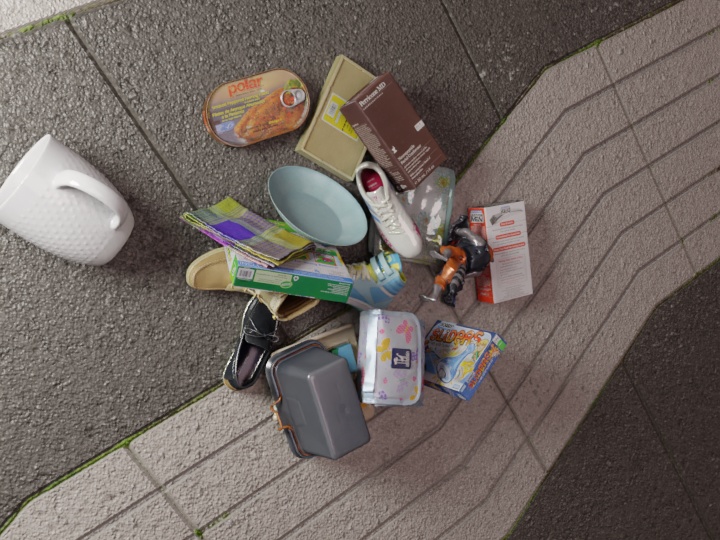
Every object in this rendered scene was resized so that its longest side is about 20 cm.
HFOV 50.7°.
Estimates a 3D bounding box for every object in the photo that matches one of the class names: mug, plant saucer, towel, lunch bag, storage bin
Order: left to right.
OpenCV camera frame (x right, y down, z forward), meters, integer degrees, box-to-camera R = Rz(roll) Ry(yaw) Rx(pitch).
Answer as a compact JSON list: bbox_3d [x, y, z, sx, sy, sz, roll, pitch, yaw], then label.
[{"bbox_3d":[-0.423,-0.096,1.132,0.175,0.199,0.149,39,58,-31],"label":"mug"},{"bbox_3d":[-0.181,-0.064,1.255,0.143,0.198,0.023,-28,142,-58],"label":"towel"},{"bbox_3d":[-0.082,-0.106,1.360,0.199,0.202,0.039,15,129,-29],"label":"plant saucer"},{"bbox_3d":[-0.073,0.235,1.326,0.144,0.134,0.203,-21,99,-28],"label":"storage bin"},{"bbox_3d":[0.055,0.166,1.395,0.200,0.125,0.172,32,59,-67],"label":"lunch bag"},{"bbox_3d":[0.103,-0.115,1.507,0.169,0.048,0.203,7,90,-30],"label":"towel"}]

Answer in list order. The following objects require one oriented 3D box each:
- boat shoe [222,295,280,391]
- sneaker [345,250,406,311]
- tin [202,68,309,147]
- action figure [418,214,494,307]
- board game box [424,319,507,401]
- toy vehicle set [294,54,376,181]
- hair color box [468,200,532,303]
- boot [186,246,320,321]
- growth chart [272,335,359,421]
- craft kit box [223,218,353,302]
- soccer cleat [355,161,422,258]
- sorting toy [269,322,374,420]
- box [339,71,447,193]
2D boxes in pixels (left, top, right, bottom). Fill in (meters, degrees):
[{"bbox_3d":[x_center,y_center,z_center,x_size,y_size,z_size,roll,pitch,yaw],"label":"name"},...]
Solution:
[{"bbox_3d":[-0.184,0.122,1.356,0.074,0.062,0.202,27,79,-26],"label":"boat shoe"},{"bbox_3d":[0.000,0.000,1.410,0.199,0.080,0.131,23,123,-35],"label":"sneaker"},{"bbox_3d":[-0.184,-0.288,1.343,0.198,0.042,0.113,-23,108,-26],"label":"tin"},{"bbox_3d":[0.199,0.006,1.503,0.192,0.104,0.202,-28,128,-40],"label":"action figure"},{"bbox_3d":[0.179,0.171,1.482,0.034,0.199,0.136,44,73,-24],"label":"board game box"},{"bbox_3d":[-0.030,-0.286,1.433,0.123,0.026,0.202,28,80,-28],"label":"toy vehicle set"},{"bbox_3d":[0.297,-0.041,1.611,0.110,0.064,0.203,-11,100,-28],"label":"hair color box"},{"bbox_3d":[-0.182,0.026,1.294,0.198,0.156,0.074,-6,125,-31],"label":"boot"},{"bbox_3d":[-0.081,0.196,1.443,0.198,0.018,0.147,-7,97,-31],"label":"growth chart"},{"bbox_3d":[-0.130,-0.025,1.289,0.198,0.198,0.049,10,118,-21],"label":"craft kit box"},{"bbox_3d":[0.046,-0.111,1.410,0.069,0.086,0.201,-31,84,10],"label":"soccer cleat"},{"bbox_3d":[-0.066,0.219,1.423,0.183,0.036,0.203,-19,103,-29],"label":"sorting toy"},{"bbox_3d":[0.063,-0.256,1.422,0.100,0.075,0.201,-44,106,-20],"label":"box"}]
